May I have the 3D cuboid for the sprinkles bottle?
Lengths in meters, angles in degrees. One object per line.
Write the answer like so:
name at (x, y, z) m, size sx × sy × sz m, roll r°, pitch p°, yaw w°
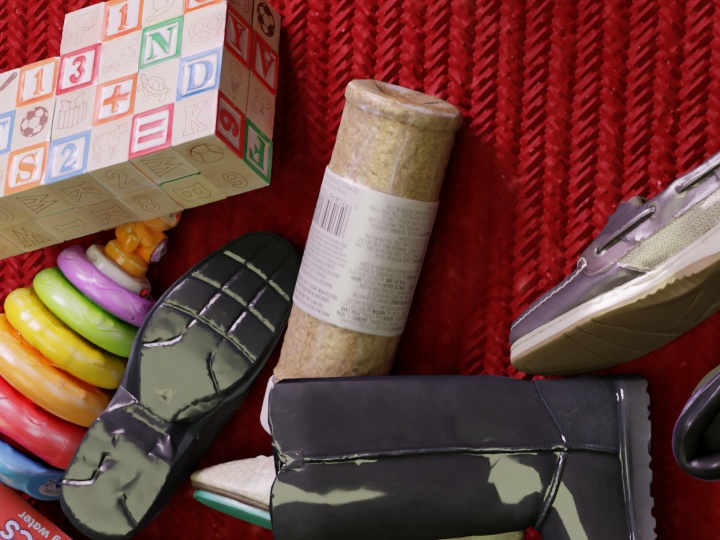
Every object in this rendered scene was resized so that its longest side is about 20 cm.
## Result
sprinkles bottle at (0.000, 0.000, 0.990) m, size 0.068 × 0.068 × 0.202 m, roll 20°, pitch 103°, yaw 20°

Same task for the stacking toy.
stacking toy at (-0.162, 0.026, 1.060) m, size 0.109 × 0.116 × 0.201 m, roll 38°, pitch 95°, yaw 19°

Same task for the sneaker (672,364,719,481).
sneaker at (0.238, 0.041, 0.879) m, size 0.200 × 0.087 × 0.076 m, roll -44°, pitch 78°, yaw 21°

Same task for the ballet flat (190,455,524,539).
ballet flat at (0.001, 0.135, 1.019) m, size 0.198 × 0.068 × 0.063 m, roll 19°, pitch 76°, yaw 17°

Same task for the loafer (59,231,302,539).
loafer at (-0.101, 0.065, 1.041) m, size 0.073 × 0.072 × 0.201 m, roll 37°, pitch 88°, yaw 8°

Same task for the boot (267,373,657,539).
boot at (0.051, 0.134, 0.937) m, size 0.198 × 0.066 × 0.167 m, roll -1°, pitch 75°, yaw -3°

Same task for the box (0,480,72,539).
box at (-0.207, 0.203, 1.050) m, size 0.199 × 0.100 × 0.096 m, roll 39°, pitch 151°, yaw 3°

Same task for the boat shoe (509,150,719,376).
boat shoe at (0.155, -0.009, 0.925) m, size 0.199 × 0.072 × 0.065 m, roll -35°, pitch 57°, yaw 35°

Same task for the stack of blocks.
stack of blocks at (-0.146, -0.088, 1.023) m, size 0.198 × 0.059 × 0.116 m, roll -14°, pitch 58°, yaw 26°
